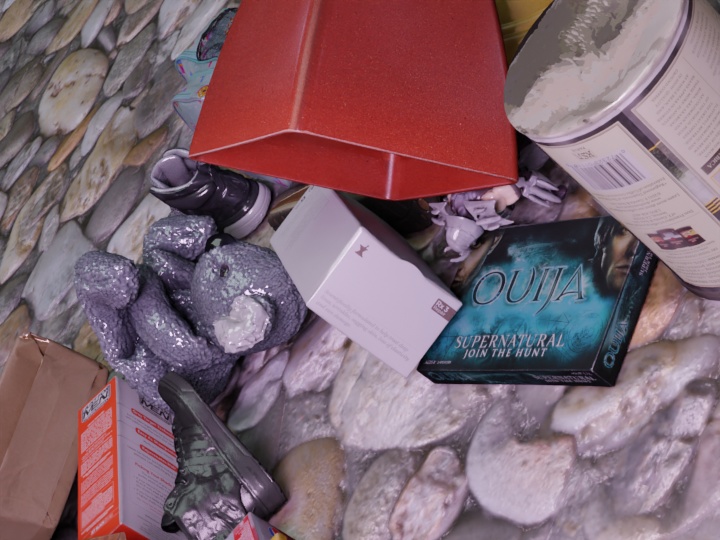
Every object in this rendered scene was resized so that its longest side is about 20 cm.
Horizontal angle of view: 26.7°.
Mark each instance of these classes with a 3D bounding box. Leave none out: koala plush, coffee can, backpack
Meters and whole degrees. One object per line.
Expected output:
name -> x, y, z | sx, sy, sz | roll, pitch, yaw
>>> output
koala plush -> -0.127, 0.035, 1.412 | 0.198, 0.186, 0.177 | -14, 11, 32
coffee can -> 0.214, -0.094, 1.021 | 0.146, 0.200, 0.147 | -34, 35, 28
backpack -> -0.106, -0.186, 1.585 | 0.154, 0.176, 0.200 | -50, 26, -3

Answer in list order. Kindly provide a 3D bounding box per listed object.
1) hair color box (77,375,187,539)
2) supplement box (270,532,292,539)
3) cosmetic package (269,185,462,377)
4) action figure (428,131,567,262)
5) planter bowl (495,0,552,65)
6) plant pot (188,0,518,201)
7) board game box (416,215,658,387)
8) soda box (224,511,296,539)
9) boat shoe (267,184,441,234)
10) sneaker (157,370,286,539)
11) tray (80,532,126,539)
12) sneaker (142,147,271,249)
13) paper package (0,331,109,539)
hair color box -> -0.204, 0.200, 1.396 | 0.061, 0.101, 0.201 | -41, 31, 19
supplement box -> -0.080, 0.316, 1.102 | 0.200, 0.103, 0.131 | -45, 31, 13
cosmetic package -> 0.000, 0.000, 1.275 | 0.081, 0.112, 0.200 | -51, 17, 7
action figure -> 0.129, -0.087, 1.242 | 0.130, 0.069, 0.201 | 13, 64, 55
planter bowl -> 0.117, -0.245, 1.287 | 0.198, 0.084, 0.201 | -13, 36, 9
plant pot -> 0.002, -0.164, 1.186 | 0.199, 0.198, 0.178 | -3, 78, 61
board game box -> 0.137, 0.024, 1.176 | 0.199, 0.028, 0.136 | -5, 56, 52
soda box -> -0.122, 0.294, 1.216 | 0.200, 0.070, 0.064 | -47, 30, 12
boat shoe -> 0.002, -0.068, 1.424 | 0.199, 0.076, 0.074 | -10, 45, 39
sneaker -> -0.141, 0.184, 1.308 | 0.104, 0.060, 0.200 | -41, 63, -9
tray -> -0.222, 0.268, 1.222 | 0.200, 0.037, 0.100 | 152, 108, -65
sneaker -> -0.196, -0.071, 1.648 | 0.199, 0.114, 0.076 | -23, 41, 40
paper package -> -0.342, 0.197, 1.521 | 0.200, 0.103, 0.192 | 128, 160, -53
